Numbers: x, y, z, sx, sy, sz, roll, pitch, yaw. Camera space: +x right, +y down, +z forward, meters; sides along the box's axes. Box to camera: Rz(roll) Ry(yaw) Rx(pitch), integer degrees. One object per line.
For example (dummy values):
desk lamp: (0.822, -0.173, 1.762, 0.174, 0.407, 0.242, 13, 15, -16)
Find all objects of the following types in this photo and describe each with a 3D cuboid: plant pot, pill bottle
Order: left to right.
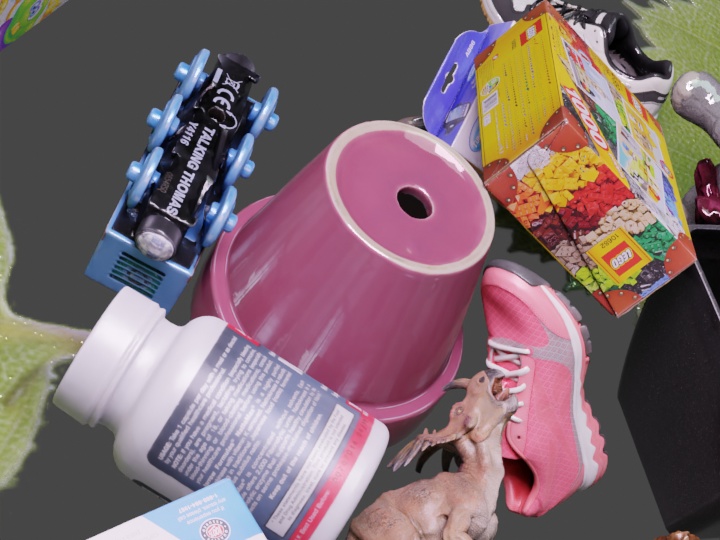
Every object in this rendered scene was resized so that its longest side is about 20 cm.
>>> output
pill bottle: (-0.092, 0.101, 1.129, 0.199, 0.120, 0.120, 33, 47, -3)
plant pot: (0.000, 0.000, 1.217, 0.198, 0.179, 0.202, 15, 49, -17)
plant pot: (0.307, 0.099, 1.310, 0.197, 0.178, 0.202, 1, 56, -28)

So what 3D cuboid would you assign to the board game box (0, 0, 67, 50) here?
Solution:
board game box: (-0.265, -0.256, 1.319, 0.105, 0.103, 0.200, 38, 47, 3)

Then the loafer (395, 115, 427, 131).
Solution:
loafer: (0.113, -0.123, 1.451, 0.199, 0.072, 0.063, -19, 60, -35)

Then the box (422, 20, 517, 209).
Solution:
box: (0.142, -0.107, 1.397, 0.199, 0.041, 0.120, 35, 74, -29)

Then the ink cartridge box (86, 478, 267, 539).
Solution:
ink cartridge box: (-0.093, 0.252, 1.008, 0.128, 0.126, 0.201, -20, 66, -38)

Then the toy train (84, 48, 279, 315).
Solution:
toy train: (-0.126, -0.070, 1.245, 0.086, 0.114, 0.201, 28, 47, -11)

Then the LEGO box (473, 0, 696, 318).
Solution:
LEGO box: (0.161, -0.085, 1.275, 0.149, 0.077, 0.201, 42, 24, -23)

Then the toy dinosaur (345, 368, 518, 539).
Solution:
toy dinosaur: (0.039, 0.169, 1.176, 0.199, 0.086, 0.136, -29, 59, -16)

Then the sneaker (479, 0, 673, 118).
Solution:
sneaker: (0.198, -0.212, 1.551, 0.200, 0.088, 0.076, 40, 49, 7)

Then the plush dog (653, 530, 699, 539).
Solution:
plush dog: (0.213, 0.277, 1.173, 0.171, 0.159, 0.202, -24, 97, -54)

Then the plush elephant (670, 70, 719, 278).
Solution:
plush elephant: (0.289, -0.028, 1.406, 0.154, 0.166, 0.200, -35, 54, -23)

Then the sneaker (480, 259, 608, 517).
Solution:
sneaker: (0.118, 0.090, 1.229, 0.087, 0.073, 0.202, -35, 120, -31)
